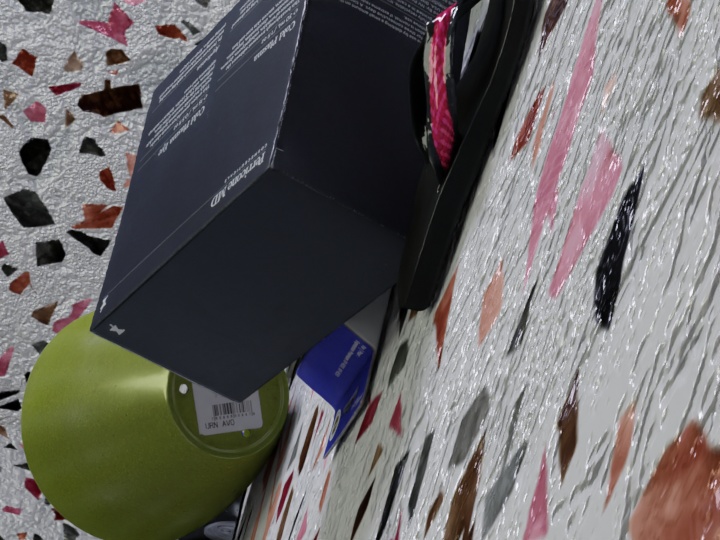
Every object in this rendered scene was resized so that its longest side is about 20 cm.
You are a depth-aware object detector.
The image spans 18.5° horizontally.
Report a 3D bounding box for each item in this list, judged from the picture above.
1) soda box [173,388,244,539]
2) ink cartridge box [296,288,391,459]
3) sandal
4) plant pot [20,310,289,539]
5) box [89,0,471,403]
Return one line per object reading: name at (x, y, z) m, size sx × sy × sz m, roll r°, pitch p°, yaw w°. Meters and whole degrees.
soda box at (-0.127, 0.168, 1.788) m, size 0.071 × 0.063 × 0.201 m, roll 115°, pitch 170°, yaw -47°
ink cartridge box at (0.000, 0.000, 1.275) m, size 0.095 × 0.037 × 0.201 m, roll 121°, pitch 164°, yaw -62°
sandal at (0.041, -0.079, 1.062) m, size 0.075 × 0.045 × 0.201 m, roll -104°, pitch 32°, yaw -79°
plant pot at (-0.131, 0.102, 1.616) m, size 0.200 × 0.186 × 0.188 m, roll -22°, pitch 49°, yaw 63°
box at (-0.044, -0.057, 1.217) m, size 0.200 × 0.104 × 0.183 m, roll -38°, pitch 31°, yaw 46°
